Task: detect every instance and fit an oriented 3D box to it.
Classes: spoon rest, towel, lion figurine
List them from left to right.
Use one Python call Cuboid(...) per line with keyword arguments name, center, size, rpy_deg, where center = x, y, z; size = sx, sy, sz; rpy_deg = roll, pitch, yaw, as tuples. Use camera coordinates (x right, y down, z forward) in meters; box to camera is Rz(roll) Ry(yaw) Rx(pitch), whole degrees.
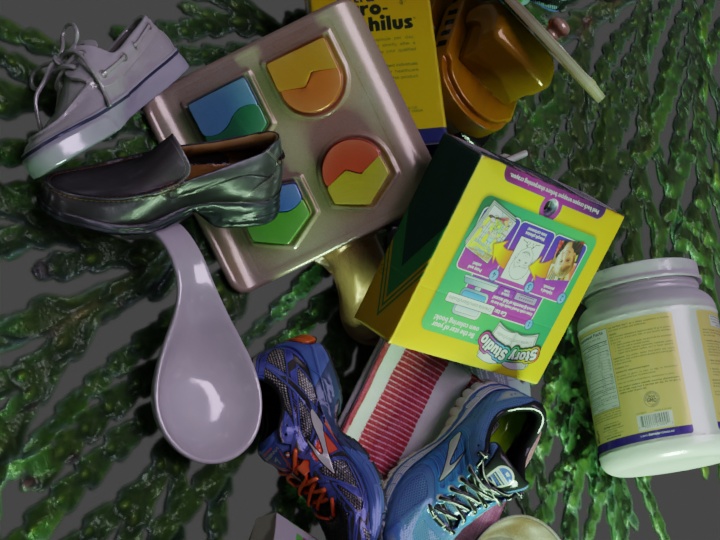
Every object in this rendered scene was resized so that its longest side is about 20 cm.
Cuboid(name="spoon rest", center=(-0.133, 0.053, 1.215), size=(0.099, 0.061, 0.200), rpy_deg=(-13, 82, -39))
Cuboid(name="lion figurine", center=(0.000, 0.000, 1.364), size=(0.122, 0.072, 0.200), rpy_deg=(-22, 99, -11))
Cuboid(name="towel", center=(0.068, 0.152, 1.378), size=(0.200, 0.023, 0.144), rpy_deg=(37, 70, -30))

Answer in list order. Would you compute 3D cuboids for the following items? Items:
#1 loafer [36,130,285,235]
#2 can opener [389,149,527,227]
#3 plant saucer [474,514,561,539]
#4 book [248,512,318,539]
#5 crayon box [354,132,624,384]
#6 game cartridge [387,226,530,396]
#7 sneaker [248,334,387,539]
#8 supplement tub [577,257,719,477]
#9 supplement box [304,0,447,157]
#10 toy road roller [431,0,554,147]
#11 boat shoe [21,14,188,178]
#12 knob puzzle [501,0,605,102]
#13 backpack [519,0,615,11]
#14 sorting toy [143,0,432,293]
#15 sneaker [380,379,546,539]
Cuboid(name="loafer", center=(-0.152, -0.075, 1.210), size=(0.200, 0.072, 0.073), rpy_deg=(-7, 39, -31))
Cuboid(name="can opener", center=(0.101, -0.072, 1.515), size=(0.200, 0.053, 0.067), rpy_deg=(-27, 93, -47))
Cuboid(name="plant saucer", center=(0.131, 0.318, 1.382), size=(0.200, 0.032, 0.201), rpy_deg=(9, 78, -47))
Cuboid(name="book", center=(-0.019, 0.298, 1.248), size=(0.200, 0.048, 0.134), rpy_deg=(39, 47, -30))
Cuboid(name="crayon box", center=(0.113, -0.005, 1.335), size=(0.200, 0.058, 0.173), rpy_deg=(18, 103, -43))
Cuboid(name="game cartridge", center=(0.098, 0.054, 1.474), size=(0.133, 0.040, 0.201), rpy_deg=(-4, 77, -43))
Cuboid(name="sneaker", center=(-0.045, 0.151, 1.261), size=(0.078, 0.075, 0.200), rpy_deg=(-9, 64, -36))
Cuboid(name="supplement tub", center=(0.299, 0.100, 1.580), size=(0.145, 0.145, 0.201), rpy_deg=(7, 69, -44))
Cuboid(name="supplement box", center=(0.011, -0.183, 1.394), size=(0.109, 0.109, 0.201), rpy_deg=(-5, 74, -3))
Cuboid(name="toy road roller", center=(0.120, -0.217, 1.524), size=(0.123, 0.146, 0.200), rpy_deg=(41, 49, -27))
Cuboid(name="boat shoe", center=(-0.212, -0.149, 1.209), size=(0.086, 0.075, 0.202), rpy_deg=(56, 41, -14))
Cuboid(name="knob puzzle", center=(0.180, -0.235, 1.504), size=(0.220, 0.030, 0.220), rpy_deg=(46, 10, -10))
Cuboid(name="backpack", center=(0.160, -0.374, 1.628), size=(0.200, 0.147, 0.184), rpy_deg=(16, 64, -45))
Cuboid(name="sorting toy", center=(-0.055, -0.103, 1.293), size=(0.185, 0.200, 0.036), rpy_deg=(64, -1, -5))
Cuboid(name="sneaker", center=(0.088, 0.176, 1.324), size=(0.079, 0.089, 0.200), rpy_deg=(48, 67, -25))
